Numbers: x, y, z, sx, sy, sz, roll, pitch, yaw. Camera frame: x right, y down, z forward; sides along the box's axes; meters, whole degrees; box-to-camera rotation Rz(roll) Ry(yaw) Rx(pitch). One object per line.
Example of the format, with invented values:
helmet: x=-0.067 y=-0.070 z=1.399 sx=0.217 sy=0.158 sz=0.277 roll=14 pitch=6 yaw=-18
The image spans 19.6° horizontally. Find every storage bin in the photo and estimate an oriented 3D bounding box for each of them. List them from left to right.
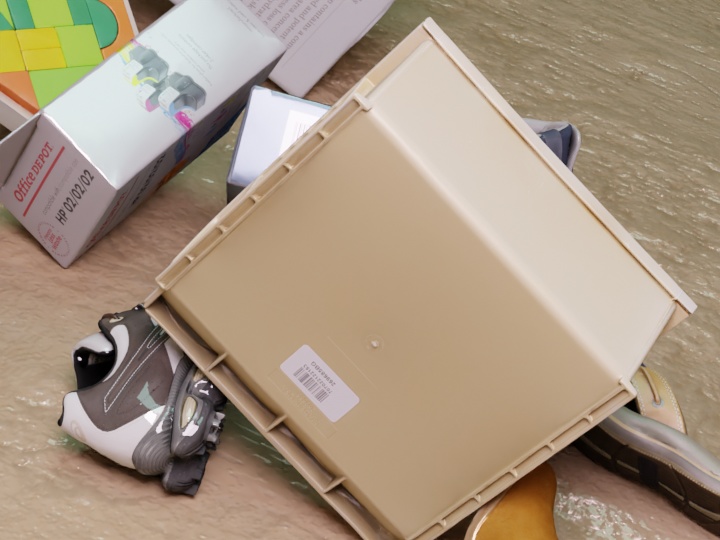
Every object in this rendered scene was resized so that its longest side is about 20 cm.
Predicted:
storage bin: x=0.024 y=0.018 z=1.069 sx=0.200 sy=0.199 sz=0.094 roll=47 pitch=36 yaw=-4

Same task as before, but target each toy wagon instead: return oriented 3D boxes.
toy wagon: x=-0.200 y=-0.142 z=1.349 sx=0.155 sy=0.040 sz=0.200 roll=-10 pitch=75 yaw=-36

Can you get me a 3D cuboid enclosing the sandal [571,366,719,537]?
sandal: x=0.165 y=0.088 z=1.196 sx=0.200 sy=0.080 sz=0.054 roll=32 pitch=72 yaw=18

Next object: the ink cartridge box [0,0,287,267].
ink cartridge box: x=-0.147 y=-0.078 z=1.261 sx=0.068 sy=0.115 sz=0.200 roll=46 pitch=57 yaw=2

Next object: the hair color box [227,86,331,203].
hair color box: x=-0.027 y=-0.060 z=1.276 sx=0.099 sy=0.061 sz=0.200 roll=15 pitch=-4 yaw=-3

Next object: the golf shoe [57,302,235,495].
golf shoe: x=-0.109 y=0.038 z=1.168 sx=0.094 sy=0.078 sz=0.200 roll=15 pitch=30 yaw=1

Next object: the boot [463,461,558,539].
boot: x=0.106 y=0.185 z=1.045 sx=0.144 sy=0.071 sz=0.201 roll=28 pitch=36 yaw=9

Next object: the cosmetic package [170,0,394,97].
cosmetic package: x=-0.064 y=-0.271 z=1.535 sx=0.200 sy=0.167 sz=0.166 roll=37 pitch=25 yaw=-19

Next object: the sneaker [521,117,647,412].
sneaker: x=0.118 y=-0.005 z=1.273 sx=0.077 sy=0.146 sz=0.202 roll=-17 pitch=45 yaw=-44
